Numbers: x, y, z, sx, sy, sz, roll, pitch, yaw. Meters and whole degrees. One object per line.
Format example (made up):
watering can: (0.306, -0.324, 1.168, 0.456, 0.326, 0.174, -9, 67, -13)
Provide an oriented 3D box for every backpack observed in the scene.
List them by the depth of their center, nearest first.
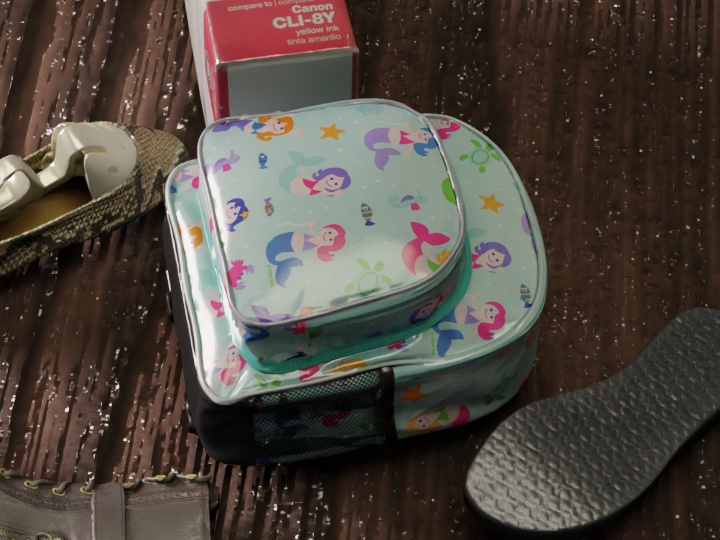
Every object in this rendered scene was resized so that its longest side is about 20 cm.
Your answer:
backpack: (0.000, 0.000, 1.247, 0.198, 0.151, 0.179, -6, 55, -10)

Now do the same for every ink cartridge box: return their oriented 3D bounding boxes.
ink cartridge box: (-0.057, -0.149, 1.353, 0.083, 0.146, 0.201, -9, 54, -6)

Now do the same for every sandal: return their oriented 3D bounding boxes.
sandal: (0.138, 0.091, 1.243, 0.199, 0.043, 0.076, -28, 64, -30)

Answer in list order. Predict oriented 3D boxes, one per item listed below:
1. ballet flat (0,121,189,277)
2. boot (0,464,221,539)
ballet flat: (-0.185, -0.042, 1.320, 0.199, 0.076, 0.068, -28, 57, -19)
boot: (-0.159, 0.124, 1.212, 0.173, 0.069, 0.201, -5, 57, -9)
